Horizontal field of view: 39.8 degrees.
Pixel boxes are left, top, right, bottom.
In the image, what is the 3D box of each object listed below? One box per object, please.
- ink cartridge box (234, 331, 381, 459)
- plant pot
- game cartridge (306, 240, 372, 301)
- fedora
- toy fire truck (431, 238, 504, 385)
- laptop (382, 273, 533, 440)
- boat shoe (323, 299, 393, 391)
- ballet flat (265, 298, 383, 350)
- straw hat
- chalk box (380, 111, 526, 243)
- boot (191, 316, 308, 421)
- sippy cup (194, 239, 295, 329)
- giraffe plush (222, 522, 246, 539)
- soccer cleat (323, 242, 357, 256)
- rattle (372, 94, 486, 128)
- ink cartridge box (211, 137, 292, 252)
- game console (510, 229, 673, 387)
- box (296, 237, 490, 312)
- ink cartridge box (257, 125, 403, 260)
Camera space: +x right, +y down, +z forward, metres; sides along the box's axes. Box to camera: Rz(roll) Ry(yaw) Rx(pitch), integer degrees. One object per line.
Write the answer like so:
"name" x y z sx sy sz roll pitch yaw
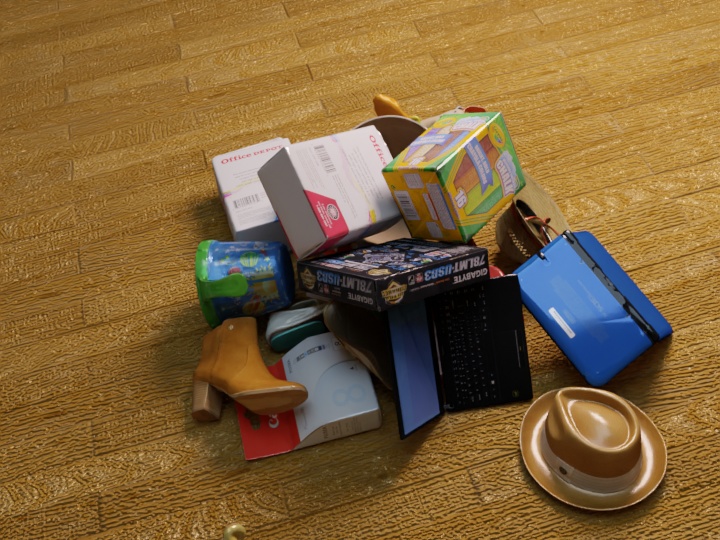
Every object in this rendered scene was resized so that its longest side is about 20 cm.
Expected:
"ink cartridge box" -0.082 0.171 1.415 0.196 0.048 0.162 -13 45 -7
"plant pot" 0.058 -0.136 1.605 0.196 0.134 0.205 -1 87 14
"game cartridge" 0.000 0.000 1.526 0.131 0.041 0.200 9 23 20
"fedora" 0.304 0.212 1.297 0.196 0.083 0.203 -4 45 4
"toy fire truck" 0.134 0.054 1.469 0.167 0.113 0.201 -36 48 -1
"laptop" 0.135 0.113 1.336 0.196 0.181 0.103 -8 8 0
"boat shoe" 0.027 0.106 1.398 0.074 0.200 0.066 -46 14 -5
"ballet flat" -0.050 0.065 1.500 0.196 0.070 0.070 -14 45 -1
"straw hat" 0.258 -0.058 1.556 0.085 0.200 0.203 -38 38 27
"chalk box" 0.152 -0.149 1.448 0.200 0.126 0.123 -43 29 -28
"boot" -0.157 0.130 1.416 0.198 0.071 0.146 -12 54 26
"sippy cup" -0.169 0.013 1.506 0.128 0.141 0.180 -9 39 9
"giraffe plush" -0.182 0.381 1.143 0.196 0.164 0.174 -7 45 1
"soccer cleat" -0.067 -0.073 1.537 0.068 0.086 0.202 -5 54 -41
"rattle" 0.120 -0.288 1.763 0.199 0.144 0.130 -36 9 -15
"ink cartridge box" -0.160 -0.120 1.682 0.142 0.086 0.202 -16 48 -9
"game console" 0.332 0.051 1.425 0.170 0.119 0.201 -37 72 -4
"box" 0.043 0.000 1.373 0.196 0.051 0.199 -16 15 -34
"ink cartridge box" -0.033 -0.115 1.452 0.198 0.085 0.150 -19 79 -46
